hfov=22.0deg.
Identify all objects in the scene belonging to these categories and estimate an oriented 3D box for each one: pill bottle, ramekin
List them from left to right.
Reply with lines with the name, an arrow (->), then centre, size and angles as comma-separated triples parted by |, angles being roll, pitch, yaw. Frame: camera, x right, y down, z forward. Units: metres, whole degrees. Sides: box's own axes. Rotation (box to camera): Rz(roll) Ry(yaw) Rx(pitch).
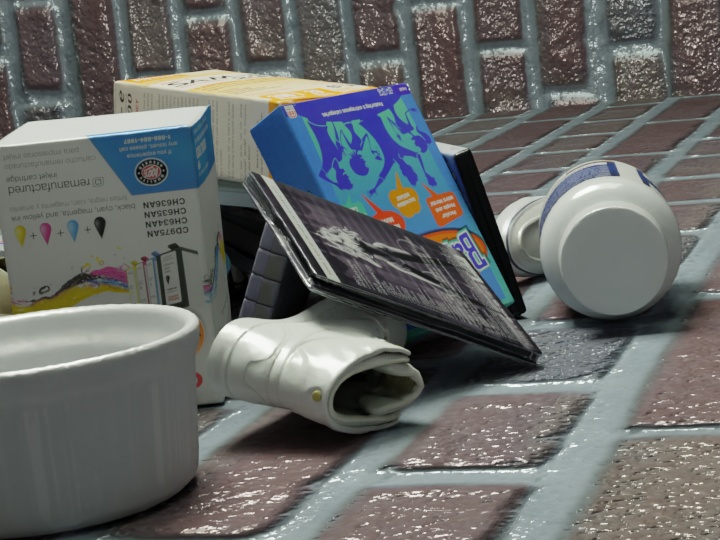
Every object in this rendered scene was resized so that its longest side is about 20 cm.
ramekin -> -0.189, 0.087, 1.096 | 0.198, 0.099, 0.201 | -7, 8, 1
pill bottle -> 0.197, -0.023, 1.466 | 0.110, 0.112, 0.200 | -5, 9, 6

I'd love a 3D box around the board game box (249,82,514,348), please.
board game box -> 0.019, -0.041, 1.432 | 0.151, 0.201, 0.045 | -17, -13, -47

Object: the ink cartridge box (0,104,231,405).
ink cartridge box -> -0.175, -0.007, 1.349 | 0.146, 0.202, 0.145 | -6, 11, 1

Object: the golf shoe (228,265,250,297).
golf shoe -> -0.136, -0.007, 1.714 | 0.094, 0.079, 0.200 | -5, 10, 7

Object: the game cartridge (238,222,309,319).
game cartridge -> -0.060, -0.010, 1.520 | 0.038, 0.131, 0.200 | 22, 12, 4

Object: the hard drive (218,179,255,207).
hard drive -> -0.075, -0.086, 1.666 | 0.198, 0.027, 0.132 | 4, 22, -20

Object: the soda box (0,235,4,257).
soda box -> -0.321, 0.004, 1.814 | 0.068, 0.064, 0.199 | -15, 12, -38

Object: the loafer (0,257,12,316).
loafer -> -0.262, 0.021, 1.646 | 0.198, 0.069, 0.076 | 0, 11, 27

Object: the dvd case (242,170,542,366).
dvd case -> 0.022, -0.001, 1.311 | 0.199, 0.016, 0.149 | 20, 21, -32

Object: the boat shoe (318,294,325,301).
boat shoe -> 0.000, 0.000, 1.581 | 0.072, 0.073, 0.200 | -9, 10, -17

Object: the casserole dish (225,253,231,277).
casserole dish -> -0.196, -0.006, 1.595 | 0.121, 0.039, 0.200 | -28, 45, -29

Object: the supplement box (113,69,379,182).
supplement box -> -0.096, -0.122, 1.547 | 0.199, 0.074, 0.125 | 10, 16, 40

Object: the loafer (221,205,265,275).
loafer -> -0.124, -0.058, 1.680 | 0.072, 0.063, 0.200 | 1, 25, -46

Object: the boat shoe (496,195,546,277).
boat shoe -> 0.202, -0.034, 1.680 | 0.199, 0.073, 0.065 | -3, 0, -43

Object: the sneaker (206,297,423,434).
sneaker -> 0.001, 0.067, 1.228 | 0.115, 0.074, 0.199 | 17, 16, 30

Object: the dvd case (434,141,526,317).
dvd case -> 0.079, -0.041, 1.566 | 0.017, 0.144, 0.200 | -23, 13, -11
